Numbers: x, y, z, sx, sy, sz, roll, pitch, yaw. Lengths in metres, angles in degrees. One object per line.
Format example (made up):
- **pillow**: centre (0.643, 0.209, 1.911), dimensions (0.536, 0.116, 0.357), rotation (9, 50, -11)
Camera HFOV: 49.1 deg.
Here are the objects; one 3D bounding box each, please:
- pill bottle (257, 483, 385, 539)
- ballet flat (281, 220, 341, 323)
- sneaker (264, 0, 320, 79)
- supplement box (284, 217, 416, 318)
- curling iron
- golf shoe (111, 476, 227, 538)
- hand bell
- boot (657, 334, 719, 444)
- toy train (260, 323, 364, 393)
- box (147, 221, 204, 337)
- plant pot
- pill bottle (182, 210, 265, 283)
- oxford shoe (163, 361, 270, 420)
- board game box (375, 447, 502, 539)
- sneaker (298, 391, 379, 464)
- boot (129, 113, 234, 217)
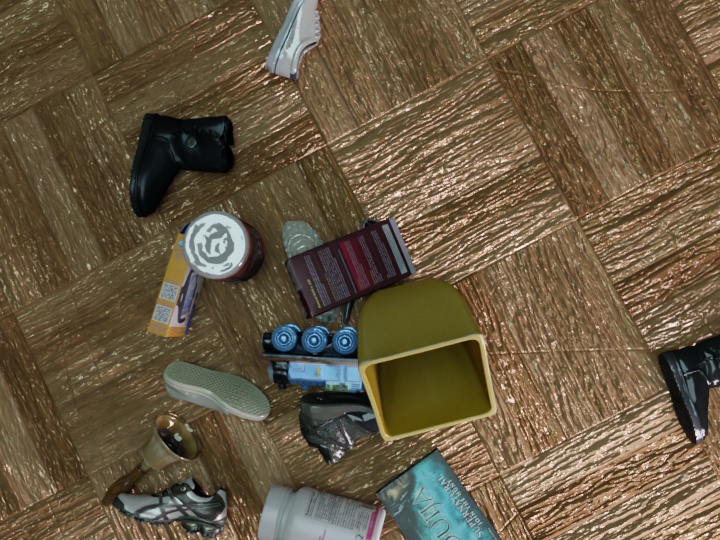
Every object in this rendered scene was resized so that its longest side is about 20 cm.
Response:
- **pill bottle**: centre (-0.066, 0.436, 1.341), dimensions (0.199, 0.113, 0.114), rotation (14, 87, 6)
- **ballet flat**: centre (-0.084, -0.004, 1.401), dimensions (0.072, 0.072, 0.201), rotation (-24, 83, 2)
- **sneaker**: centre (-0.102, -0.444, 1.441), dimensions (0.071, 0.073, 0.200), rotation (25, 97, -3)
- **supplement box**: centre (-0.017, -0.004, 1.351), dimensions (0.199, 0.061, 0.109), rotation (-22, 87, -15)
- **curling iron**: centre (0.000, 0.000, 1.413), dimensions (0.049, 0.026, 0.201), rotation (18, 87, 7)
- **golf shoe**: centre (-0.330, 0.404, 1.388), dimensions (0.199, 0.078, 0.095), rotation (13, 82, -5)
- **hand bell**: centre (-0.388, 0.354, 1.400), dimensions (0.200, 0.104, 0.104), rotation (-43, 84, 13)
- **boot**: centre (0.630, 0.187, 1.336), dimensions (0.199, 0.066, 0.165), rotation (-17, 86, -1)
- **toy train**: centre (-0.078, 0.154, 1.379), dimensions (0.199, 0.087, 0.115), rotation (2, 89, 4)
- **box**: centre (-0.310, 0.017, 1.389), dimensions (0.041, 0.119, 0.201), rotation (18, 88, 5)
- **plant pot**: centre (0.098, 0.126, 1.302), dimensions (0.194, 0.200, 0.196), rotation (-14, 129, 3)
- **pill bottle**: centre (-0.223, -0.035, 1.346), dimensions (0.110, 0.200, 0.111), rotation (0, 86, 4)
- **oxford shoe**: centre (-0.256, 0.221, 1.404), dimensions (0.199, 0.075, 0.058), rotation (20, 129, -2)
- **board game box**: centre (0.138, 0.430, 1.368), dimensions (0.135, 0.028, 0.200), rotation (-36, 84, 0)
- **sneaker**: centre (-0.009, 0.274, 1.373), dimensions (0.199, 0.076, 0.115), rotation (1, 108, -11)
- **boot**: centre (-0.319, -0.189, 1.427), dimensions (0.168, 0.076, 0.201), rotation (6, 80, 9)
